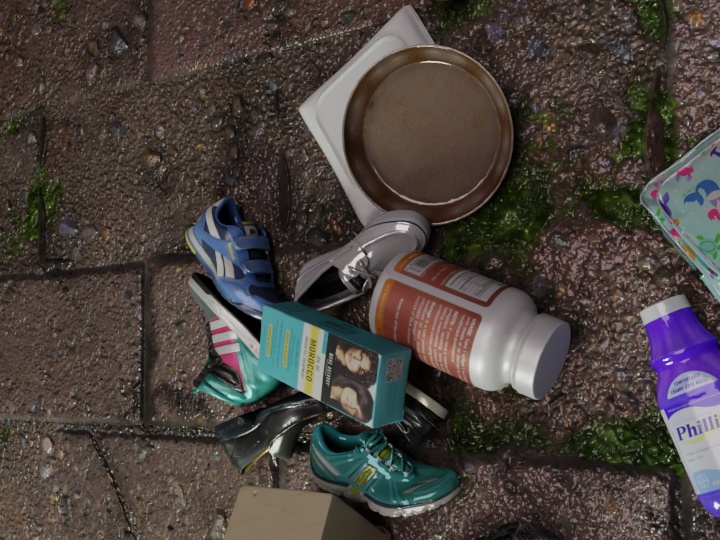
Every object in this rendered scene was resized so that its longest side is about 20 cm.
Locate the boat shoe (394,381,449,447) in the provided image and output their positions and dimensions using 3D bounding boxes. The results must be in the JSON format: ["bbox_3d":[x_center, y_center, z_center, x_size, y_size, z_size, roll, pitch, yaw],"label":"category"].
[{"bbox_3d":[0.006,0.138,1.000,0.198,0.075,0.066,31,84,21],"label":"boat shoe"}]

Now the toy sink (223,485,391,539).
[{"bbox_3d":[-0.048,0.333,0.985,0.129,0.200,0.113,-4,54,32],"label":"toy sink"}]

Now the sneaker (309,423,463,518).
[{"bbox_3d":[0.021,0.224,0.973,0.198,0.077,0.080,5,110,32],"label":"sneaker"}]

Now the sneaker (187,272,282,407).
[{"bbox_3d":[-0.186,0.105,1.127,0.200,0.083,0.121,44,99,26],"label":"sneaker"}]

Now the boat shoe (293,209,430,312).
[{"bbox_3d":[0.000,0.000,1.010,0.199,0.074,0.066,-33,25,34],"label":"boat shoe"}]

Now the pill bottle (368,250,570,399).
[{"bbox_3d":[0.116,0.060,0.916,0.199,0.112,0.113,23,98,32],"label":"pill bottle"}]

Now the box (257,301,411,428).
[{"bbox_3d":[-0.034,0.100,0.956,0.199,0.049,0.083,18,106,44],"label":"box"}]

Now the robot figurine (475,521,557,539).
[{"bbox_3d":[0.126,0.342,0.878,0.198,0.058,0.146,-11,77,-4],"label":"robot figurine"}]

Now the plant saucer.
[{"bbox_3d":[0.077,-0.153,0.972,0.198,0.034,0.202,5,107,17],"label":"plant saucer"}]

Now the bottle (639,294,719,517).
[{"bbox_3d":[0.325,0.123,0.805,0.083,0.065,0.202,-28,72,29],"label":"bottle"}]

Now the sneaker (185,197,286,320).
[{"bbox_3d":[-0.153,-0.014,1.118,0.082,0.074,0.200,-49,64,17],"label":"sneaker"}]

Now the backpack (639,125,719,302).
[{"bbox_3d":[0.368,-0.042,0.750,0.177,0.150,0.201,-39,72,22],"label":"backpack"}]

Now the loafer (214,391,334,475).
[{"bbox_3d":[-0.097,0.199,1.071,0.199,0.073,0.073,-27,81,38],"label":"loafer"}]

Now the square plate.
[{"bbox_3d":[0.028,-0.189,1.043,0.200,0.028,0.199,-39,67,24],"label":"square plate"}]
